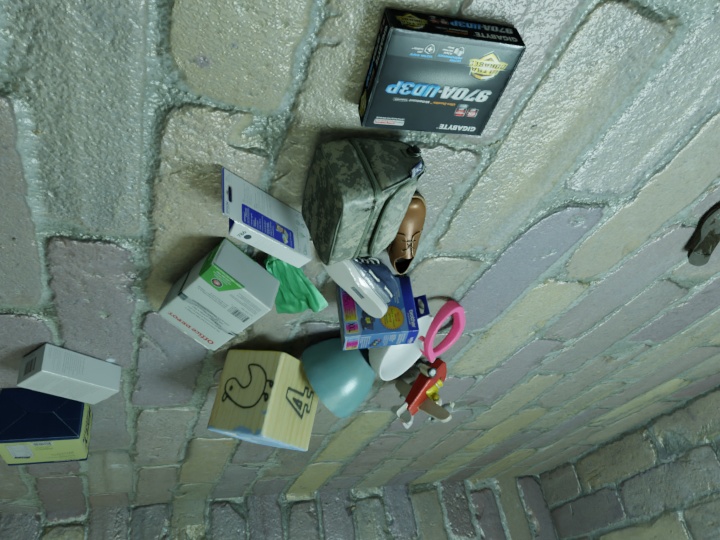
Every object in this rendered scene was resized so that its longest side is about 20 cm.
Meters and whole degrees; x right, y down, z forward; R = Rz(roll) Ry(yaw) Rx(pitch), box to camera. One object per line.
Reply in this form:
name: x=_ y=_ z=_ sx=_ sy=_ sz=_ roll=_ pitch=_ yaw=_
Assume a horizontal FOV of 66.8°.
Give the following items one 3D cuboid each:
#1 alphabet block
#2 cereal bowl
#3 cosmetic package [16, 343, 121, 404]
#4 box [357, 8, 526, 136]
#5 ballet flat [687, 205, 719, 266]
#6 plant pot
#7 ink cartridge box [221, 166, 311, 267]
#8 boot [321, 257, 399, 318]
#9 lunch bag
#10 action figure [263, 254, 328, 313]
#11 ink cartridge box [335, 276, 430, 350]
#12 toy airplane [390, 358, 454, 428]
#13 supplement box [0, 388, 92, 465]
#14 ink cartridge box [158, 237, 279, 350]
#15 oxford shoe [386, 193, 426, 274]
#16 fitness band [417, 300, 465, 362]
alphabet block: x=-0.233 y=0.326 z=1.376 sx=0.193 sy=0.203 sz=0.196 roll=-3 pitch=154 yaw=29
cereal bowl: x=0.091 y=0.169 z=1.352 sx=0.199 sy=0.083 sz=0.202 roll=-34 pitch=145 yaw=-27
cosmetic package: x=-0.688 y=0.250 z=1.301 sx=0.100 sy=0.072 sz=0.200 roll=-26 pitch=144 yaw=22
box: x=0.108 y=-0.271 z=0.772 sx=0.197 sy=0.047 sz=0.160 roll=0 pitch=145 yaw=-17
ballet flat: x=0.802 y=-0.088 z=1.246 sx=0.066 sy=0.047 sz=0.201 roll=16 pitch=145 yaw=18
plant pot: x=-0.036 y=0.251 z=1.390 sx=0.134 sy=0.202 sz=0.200 roll=-34 pitch=142 yaw=10
ink cartridge box: x=-0.166 y=-0.085 z=0.924 sx=0.039 sy=0.101 sz=0.199 roll=-28 pitch=142 yaw=28
boot: x=0.000 y=0.000 z=1.134 sx=0.072 sy=0.091 sz=0.201 roll=-9 pitch=129 yaw=46
lunch bag: x=0.007 y=-0.118 z=0.901 sx=0.165 sy=0.141 sz=0.201 roll=-15 pitch=151 yaw=-23
action figure: x=-0.147 y=0.015 z=1.119 sx=0.116 sy=0.055 sz=0.201 roll=-13 pitch=140 yaw=6
ink cartridge box: x=0.050 y=0.092 z=1.211 sx=0.196 sy=0.138 sz=0.077 roll=-4 pitch=152 yaw=-10
toy airplane: x=0.187 y=0.383 z=1.625 sx=0.198 sy=0.202 sz=0.141 roll=-32 pitch=129 yaw=30
supplement box: x=-0.831 y=0.413 z=1.446 sx=0.197 sy=0.136 sz=0.201 roll=2 pitch=145 yaw=-19
ink cartridge box: x=-0.279 y=0.053 z=1.075 sx=0.199 sy=0.084 sz=0.146 roll=-33 pitch=118 yaw=31
oxford shoe: x=0.093 y=-0.067 z=1.052 sx=0.070 sy=0.072 sz=0.201 roll=-4 pitch=144 yaw=-6
fitness band: x=0.209 y=0.155 z=1.377 sx=0.143 sy=0.037 sz=0.201 roll=-44 pitch=151 yaw=-13
